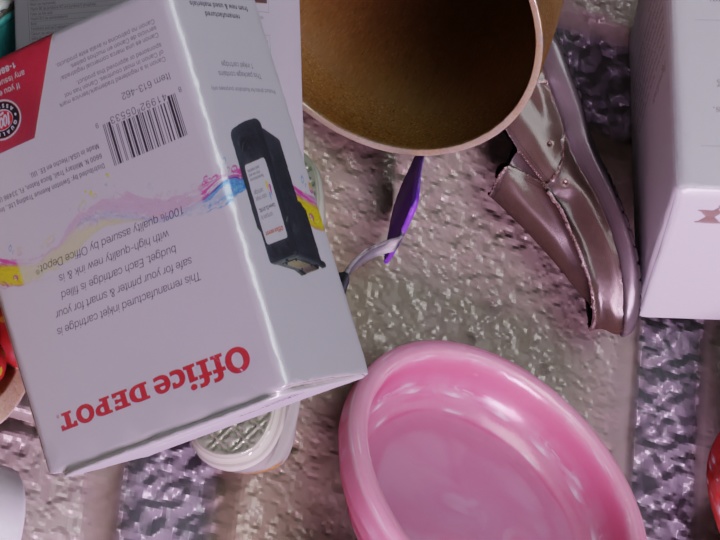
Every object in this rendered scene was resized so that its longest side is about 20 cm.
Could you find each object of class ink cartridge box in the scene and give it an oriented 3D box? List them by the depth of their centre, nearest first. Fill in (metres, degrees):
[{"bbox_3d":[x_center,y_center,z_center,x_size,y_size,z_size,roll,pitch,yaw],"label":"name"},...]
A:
[{"bbox_3d":[-0.100,-0.018,1.331,0.083,0.145,0.201,-5,76,-61],"label":"ink cartridge box"}]

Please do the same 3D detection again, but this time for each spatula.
[{"bbox_3d":[0.000,0.000,1.537,0.021,0.057,0.200,30,43,4],"label":"spatula"}]

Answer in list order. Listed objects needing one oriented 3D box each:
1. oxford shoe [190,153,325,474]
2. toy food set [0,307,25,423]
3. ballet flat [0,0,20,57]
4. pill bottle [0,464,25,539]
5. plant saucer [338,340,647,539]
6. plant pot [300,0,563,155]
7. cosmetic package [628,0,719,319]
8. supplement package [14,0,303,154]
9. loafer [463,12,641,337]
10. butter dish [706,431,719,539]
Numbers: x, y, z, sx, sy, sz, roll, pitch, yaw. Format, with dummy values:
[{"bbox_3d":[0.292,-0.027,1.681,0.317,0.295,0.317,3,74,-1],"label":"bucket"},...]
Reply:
[{"bbox_3d":[-0.058,0.024,1.525,0.058,0.075,0.201,66,27,-59],"label":"oxford shoe"},{"bbox_3d":[-0.216,-0.015,1.334,0.200,0.049,0.199,-8,79,-59],"label":"toy food set"},{"bbox_3d":[-0.227,-0.103,1.445,0.072,0.072,0.200,50,55,-11],"label":"ballet flat"},{"bbox_3d":[-0.266,0.107,1.334,0.199,0.104,0.105,17,68,-28],"label":"pill bottle"},{"bbox_3d":[0.067,0.133,1.541,0.200,0.051,0.201,25,40,-23],"label":"plant saucer"},{"bbox_3d":[0.049,-0.199,1.592,0.186,0.186,0.200,46,43,-14],"label":"plant pot"},{"bbox_3d":[0.251,-0.092,1.636,0.167,0.166,0.201,3,63,-2],"label":"cosmetic package"},{"bbox_3d":[-0.103,-0.088,1.445,0.109,0.113,0.201,-3,93,-55],"label":"supplement package"},{"bbox_3d":[0.111,-0.051,1.653,0.071,0.073,0.201,-20,90,-1],"label":"loafer"},{"bbox_3d":[0.263,0.151,1.648,0.200,0.148,0.200,56,15,-4],"label":"butter dish"}]
